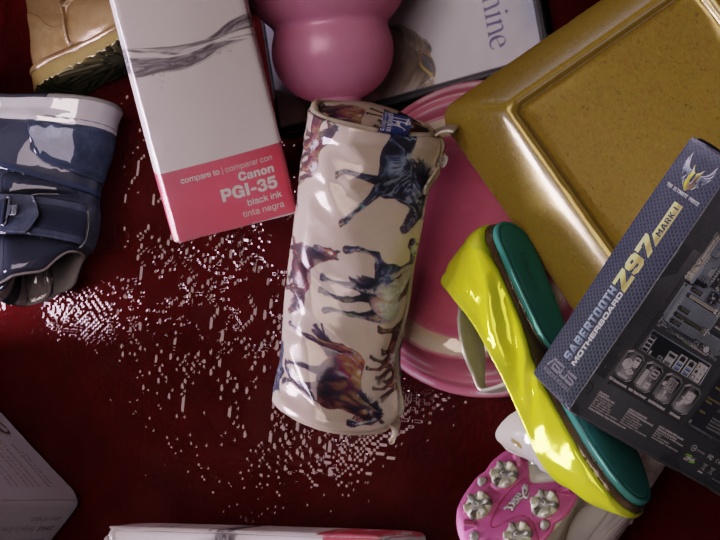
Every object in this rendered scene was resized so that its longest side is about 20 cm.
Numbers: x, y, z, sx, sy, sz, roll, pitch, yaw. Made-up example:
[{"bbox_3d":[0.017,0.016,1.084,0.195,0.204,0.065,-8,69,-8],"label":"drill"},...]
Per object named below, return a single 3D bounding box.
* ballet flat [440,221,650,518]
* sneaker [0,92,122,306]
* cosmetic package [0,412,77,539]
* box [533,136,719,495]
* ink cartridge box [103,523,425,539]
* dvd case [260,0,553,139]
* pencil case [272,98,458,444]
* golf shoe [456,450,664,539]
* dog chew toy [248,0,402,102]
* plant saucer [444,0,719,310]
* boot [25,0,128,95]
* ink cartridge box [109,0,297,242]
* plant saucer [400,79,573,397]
[{"bbox_3d":[0.100,0.066,1.060,0.067,0.067,0.201,-38,60,26],"label":"ballet flat"},{"bbox_3d":[-0.271,-0.051,1.305,0.201,0.077,0.147,4,83,24],"label":"sneaker"},{"bbox_3d":[-0.340,0.178,1.263,0.165,0.165,0.200,43,102,23],"label":"cosmetic package"},{"bbox_3d":[0.216,0.042,1.011,0.158,0.199,0.051,-57,30,9],"label":"box"},{"bbox_3d":[-0.063,0.237,1.174,0.199,0.085,0.147,-1,85,23],"label":"ink cartridge box"},{"bbox_3d":[0.025,-0.179,1.214,0.199,0.018,0.144,-14,78,22],"label":"dvd case"},{"bbox_3d":[0.000,0.000,1.108,0.089,0.078,0.201,10,99,16],"label":"pencil case"},{"bbox_3d":[0.147,0.116,1.104,0.200,0.092,0.075,-38,48,-6],"label":"golf shoe"},{"bbox_3d":[-0.023,-0.201,1.167,0.124,0.124,0.201,-5,90,24],"label":"dog chew toy"},{"bbox_3d":[0.180,-0.075,1.077,0.199,0.048,0.201,-34,77,0],"label":"plant saucer"},{"bbox_3d":[-0.184,-0.241,1.292,0.174,0.066,0.201,-18,76,22],"label":"boot"},{"bbox_3d":[-0.105,-0.133,1.156,0.082,0.147,0.201,-14,103,-3],"label":"ink cartridge box"},{"bbox_3d":[0.074,-0.021,1.151,0.199,0.051,0.202,-1,88,22],"label":"plant saucer"}]
